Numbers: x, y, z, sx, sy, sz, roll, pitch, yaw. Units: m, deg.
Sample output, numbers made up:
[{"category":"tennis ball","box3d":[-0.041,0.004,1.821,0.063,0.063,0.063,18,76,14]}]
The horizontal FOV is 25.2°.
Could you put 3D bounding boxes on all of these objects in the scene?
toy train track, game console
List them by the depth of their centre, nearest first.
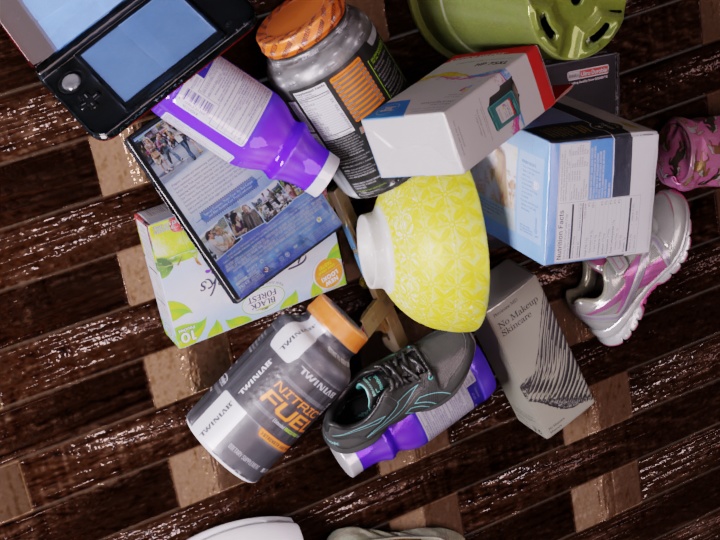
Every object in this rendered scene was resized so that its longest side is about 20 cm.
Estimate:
[{"category":"game console","box3d":[-0.228,-0.254,1.519,0.200,0.172,0.119,-39,147,-10]},{"category":"toy train track","box3d":[0.000,0.000,1.763,0.115,0.032,0.201,-50,123,-51]}]

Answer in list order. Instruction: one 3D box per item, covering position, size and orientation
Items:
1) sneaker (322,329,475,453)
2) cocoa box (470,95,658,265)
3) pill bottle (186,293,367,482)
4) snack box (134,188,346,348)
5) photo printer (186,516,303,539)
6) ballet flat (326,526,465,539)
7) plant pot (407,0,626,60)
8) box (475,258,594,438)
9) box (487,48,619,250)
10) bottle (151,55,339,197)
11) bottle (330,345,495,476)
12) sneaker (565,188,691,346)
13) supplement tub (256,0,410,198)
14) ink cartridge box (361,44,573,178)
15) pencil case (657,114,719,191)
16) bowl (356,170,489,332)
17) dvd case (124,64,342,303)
[{"category":"sneaker","box3d":[0.042,0.126,1.742,0.200,0.076,0.079,-39,157,-4]},{"category":"cocoa box","box3d":[0.202,-0.100,1.689,0.130,0.200,0.135,-7,110,-22]},{"category":"pill bottle","box3d":[-0.083,0.119,1.711,0.200,0.106,0.106,-47,122,3]},{"category":"snack box","box3d":[-0.123,-0.021,1.686,0.199,0.053,0.143,-21,116,-20]},{"category":"photo printer","box3d":[-0.135,0.376,1.804,0.165,0.069,0.202,-13,112,-23]},{"category":"ballet flat","box3d":[0.049,0.340,1.894,0.198,0.062,0.068,5,105,-29]},{"category":"plant pot","box3d":[0.178,-0.295,1.672,0.198,0.190,0.202,-10,112,-25]},{"category":"box","box3d":[0.195,0.093,1.882,0.082,0.068,0.201,-37,120,-12]},{"category":"box","box3d":[0.201,-0.139,1.821,0.198,0.050,0.200,-12,113,-24]},{"category":"bottle","box3d":[-0.113,-0.146,1.594,0.199,0.065,0.084,33,68,-14]},{"category":"bottle","box3d":[0.057,0.157,1.825,0.199,0.065,0.084,-35,118,-13]},{"category":"sneaker","box3d":[0.315,-0.011,1.900,0.088,0.081,0.201,26,98,-30]},{"category":"supplement tub","box3d":[-0.016,-0.184,1.647,0.122,0.122,0.201,-40,120,-10]},{"category":"ink cartridge box","box3d":[0.110,-0.167,1.606,0.200,0.116,0.068,-38,116,-38]},{"category":"pencil case","box3d":[0.445,-0.140,1.930,0.198,0.087,0.083,-1,140,-27]},{"category":"bowl","box3d":[0.057,-0.027,1.706,0.107,0.200,0.202,-9,111,-13]},{"category":"dvd case","box3d":[-0.127,-0.088,1.629,0.142,0.018,0.201,-36,97,-19]}]
